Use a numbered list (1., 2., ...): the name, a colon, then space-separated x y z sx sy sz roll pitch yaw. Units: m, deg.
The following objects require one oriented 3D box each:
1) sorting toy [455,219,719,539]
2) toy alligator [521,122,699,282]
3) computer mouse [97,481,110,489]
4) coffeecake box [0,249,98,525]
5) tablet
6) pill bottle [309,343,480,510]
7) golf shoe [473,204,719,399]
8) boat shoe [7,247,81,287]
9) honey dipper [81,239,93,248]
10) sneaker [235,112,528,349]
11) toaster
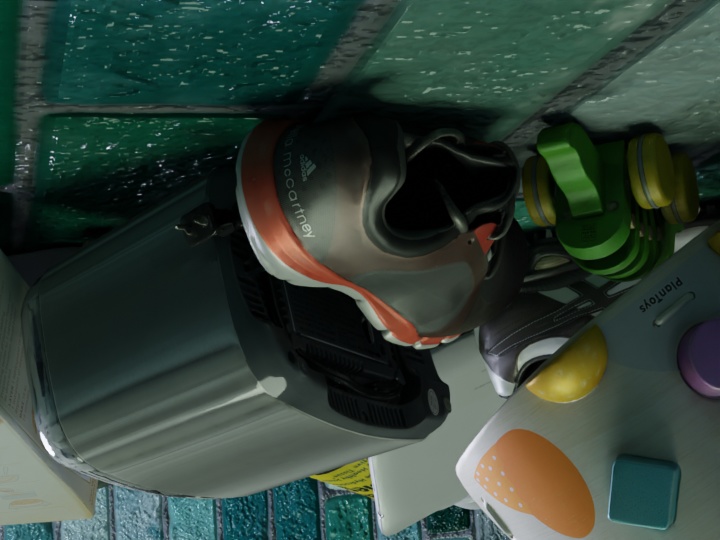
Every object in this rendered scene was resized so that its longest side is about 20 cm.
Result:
1. sorting toy: 0.175 0.083 0.642 0.199 0.180 0.107 -37 164 -14
2. toy alligator: 0.121 -0.020 0.658 0.059 0.055 0.199 -8 169 25
3. computer mouse: -0.141 0.090 0.885 0.137 0.053 0.200 -18 -174 6
4. coffeecake box: -0.218 0.045 0.656 0.151 0.074 0.201 -5 149 10
5. tablet: 0.092 0.076 0.894 0.198 0.014 0.131 -24 133 -17
6. pill bottle: 0.019 0.089 0.943 0.112 0.114 0.199 -12 153 40
7. golf shoe: 0.154 0.021 0.790 0.198 0.096 0.078 -11 167 27
8. boat shoe: -0.173 0.028 0.774 0.197 0.073 0.066 -1 174 -10
9. honey dipper: -0.042 -0.004 0.760 0.198 0.038 0.038 -5 171 -21
10. sneaker: 0.034 -0.016 0.592 0.081 0.078 0.199 -13 167 29
11. toaster: -0.058 0.034 0.653 0.128 0.115 0.199 -25 158 23
